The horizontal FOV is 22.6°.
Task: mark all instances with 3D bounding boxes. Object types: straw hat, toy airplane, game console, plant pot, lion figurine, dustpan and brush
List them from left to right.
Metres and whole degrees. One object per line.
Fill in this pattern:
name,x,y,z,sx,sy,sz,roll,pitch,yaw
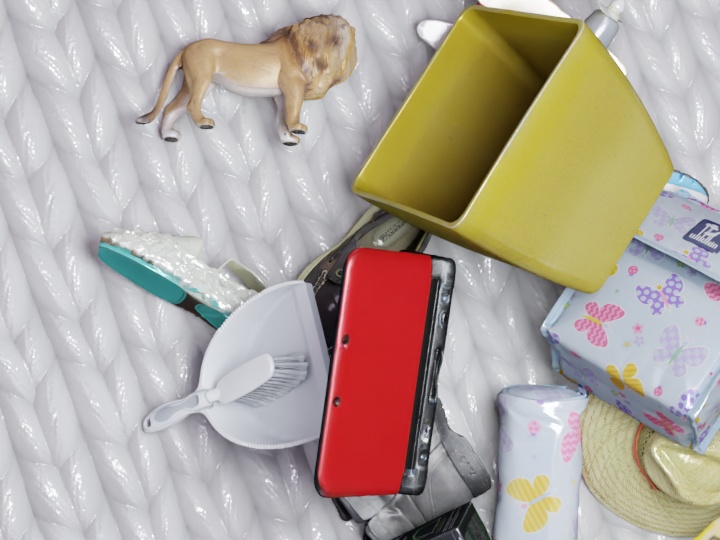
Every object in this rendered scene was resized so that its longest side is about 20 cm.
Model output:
dustpan and brush,-0.112,0.104,1.564,0.057,0.200,0.140,4,65,-43
lion figurine,-0.102,-0.179,1.635,0.199,0.072,0.123,3,76,-8
game console,0.004,0.080,1.505,0.118,0.172,0.201,8,92,-19
toy airplane,0.145,-0.261,1.660,0.199,0.141,0.200,-5,86,-13
plant pot,0.147,-0.092,1.558,0.176,0.200,0.200,35,85,-28
straw hat,0.300,0.170,1.644,0.200,0.085,0.202,0,105,-1

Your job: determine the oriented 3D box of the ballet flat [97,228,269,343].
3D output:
ballet flat,-0.142,0.009,1.613,0.200,0.072,0.072,34,78,-14

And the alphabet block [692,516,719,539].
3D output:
alphabet block,0.422,0.309,1.601,0.196,0.200,0.196,-37,119,-14

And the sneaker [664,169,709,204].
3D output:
sneaker,0.229,-0.067,1.702,0.199,0.075,0.087,9,91,-5

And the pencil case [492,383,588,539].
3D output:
pencil case,0.160,0.201,1.630,0.083,0.091,0.201,3,93,9

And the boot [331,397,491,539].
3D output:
boot,0.017,0.154,1.629,0.131,0.070,0.200,-33,88,-8

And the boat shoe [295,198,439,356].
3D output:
boat shoe,0.000,0.000,1.617,0.073,0.065,0.200,42,62,-12

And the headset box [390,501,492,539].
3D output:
headset box,0.045,0.328,1.568,0.199,0.093,0.175,-29,91,13

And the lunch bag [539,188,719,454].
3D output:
lunch bag,0.281,0.029,1.600,0.169,0.127,0.200,31,74,25
